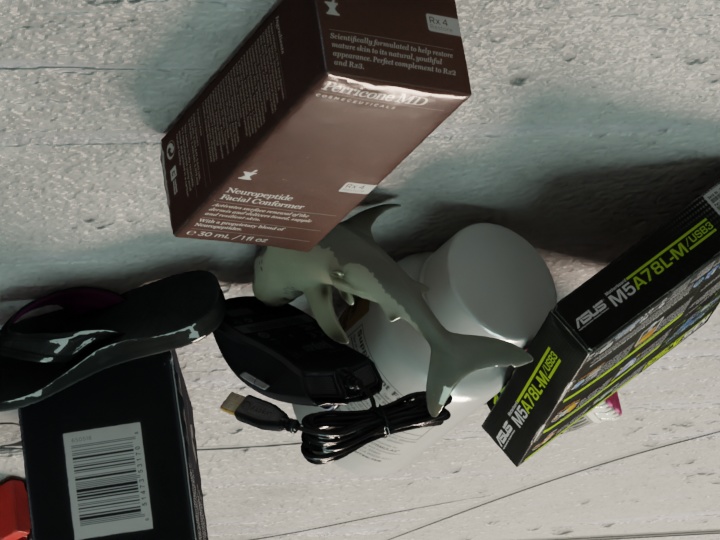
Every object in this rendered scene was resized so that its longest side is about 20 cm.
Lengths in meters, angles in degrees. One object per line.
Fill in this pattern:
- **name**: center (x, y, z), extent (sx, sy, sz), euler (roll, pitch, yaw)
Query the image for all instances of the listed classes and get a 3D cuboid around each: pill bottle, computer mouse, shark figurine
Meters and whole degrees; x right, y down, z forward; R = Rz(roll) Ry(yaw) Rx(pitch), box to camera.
- **pill bottle**: center (0.045, 0.052, 1.781), extent (0.114, 0.115, 0.200), euler (7, 149, -31)
- **computer mouse**: center (-0.050, 0.079, 1.699), extent (0.140, 0.199, 0.046), euler (-14, 122, -44)
- **shark figurine**: center (0.010, -0.004, 1.673), extent (0.089, 0.214, 0.129), euler (-38, 133, -29)

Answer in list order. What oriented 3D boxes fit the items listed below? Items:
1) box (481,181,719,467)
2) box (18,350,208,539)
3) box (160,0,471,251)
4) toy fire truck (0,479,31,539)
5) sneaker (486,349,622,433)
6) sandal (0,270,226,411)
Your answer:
- **box**: center (0.187, 0.030, 1.761), extent (0.200, 0.048, 0.193), euler (-35, 167, -25)
- **box**: center (-0.170, 0.172, 1.834), extent (0.117, 0.198, 0.200), euler (-8, 162, -1)
- **box**: center (-0.029, -0.089, 1.513), extent (0.100, 0.075, 0.200), euler (6, 149, -29)
- **toy fire truck**: center (-0.286, 0.220, 2.089), extent (0.141, 0.049, 0.199), euler (-29, 150, 35)
- **sneaker**: center (0.128, 0.083, 1.922), extent (0.087, 0.074, 0.200), euler (-24, 156, 16)
- **sandal**: center (-0.190, 0.036, 1.738), extent (0.199, 0.076, 0.048), euler (-20, 129, 5)
